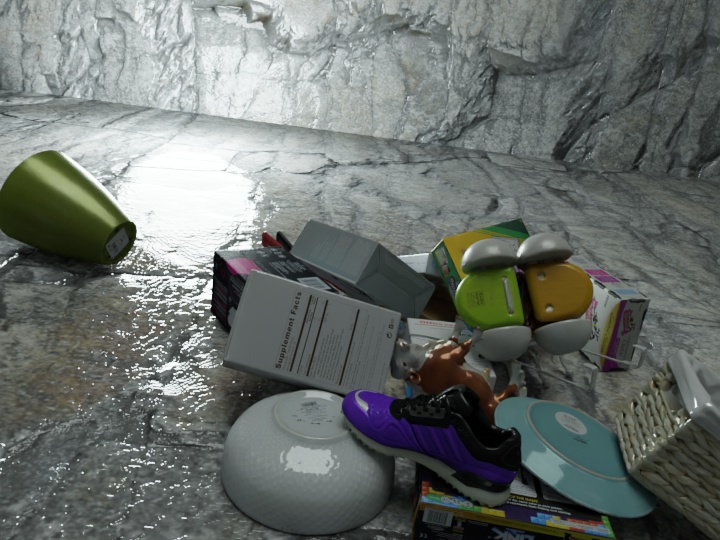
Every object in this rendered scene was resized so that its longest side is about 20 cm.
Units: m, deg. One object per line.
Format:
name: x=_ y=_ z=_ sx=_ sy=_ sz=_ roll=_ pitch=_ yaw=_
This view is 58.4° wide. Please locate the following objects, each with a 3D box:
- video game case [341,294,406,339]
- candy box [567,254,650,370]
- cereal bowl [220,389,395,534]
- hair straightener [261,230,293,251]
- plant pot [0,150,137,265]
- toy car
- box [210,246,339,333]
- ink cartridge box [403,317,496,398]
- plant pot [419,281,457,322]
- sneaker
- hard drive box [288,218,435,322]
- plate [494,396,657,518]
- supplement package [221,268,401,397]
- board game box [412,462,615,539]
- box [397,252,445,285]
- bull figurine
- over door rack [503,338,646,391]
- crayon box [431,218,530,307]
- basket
video game case: x=0.027 y=0.081 z=1.140 sx=0.199 sy=0.018 sz=0.143 roll=3 pitch=22 yaw=-14
candy box: x=0.410 y=0.070 z=1.148 sx=0.061 sy=0.137 sz=0.200 roll=-1 pitch=22 yaw=-18
cereal bowl: x=-0.055 y=0.197 z=0.732 sx=0.199 sy=0.084 sz=0.200 roll=7 pitch=22 yaw=-3
hair straightener: x=-0.128 y=-0.035 z=1.343 sx=0.077 sy=0.041 sz=0.200 roll=-9 pitch=28 yaw=-37
plant pot: x=-0.528 y=-0.095 z=1.205 sx=0.200 sy=0.188 sz=0.187 roll=29 pitch=26 yaw=11
toy car: x=0.236 y=0.048 z=0.963 sx=0.199 sy=0.176 sz=0.150 roll=-6 pitch=-18 yaw=-4
box: x=-0.141 y=0.052 z=1.023 sx=0.132 sy=0.115 sz=0.200 roll=-5 pitch=26 yaw=-34
ink cartridge box: x=0.125 y=0.131 z=0.981 sx=0.115 sy=0.067 sz=0.200 roll=6 pitch=22 yaw=-4
plant pot: x=0.147 y=0.070 z=1.163 sx=0.199 sy=0.028 sz=0.200 roll=17 pitch=19 yaw=-6
sneaker: x=0.079 y=0.156 z=0.681 sx=0.200 sy=0.100 sz=0.070 roll=23 pitch=26 yaw=15
hard drive box: x=0.000 y=0.000 z=1.076 sx=0.156 sy=0.077 sz=0.200 roll=36 pitch=-8 yaw=-38
plate: x=0.252 y=0.203 z=0.750 sx=0.200 sy=0.026 sz=0.200 roll=18 pitch=21 yaw=-7
supplement package: x=-0.067 y=0.091 z=0.838 sx=0.199 sy=0.120 sz=0.121 roll=17 pitch=-14 yaw=-9
board game box: x=0.161 y=0.245 z=0.725 sx=0.199 sy=0.057 sz=0.165 roll=10 pitch=20 yaw=4
box: x=0.156 y=0.003 z=1.224 sx=0.155 sy=0.041 sz=0.200 roll=11 pitch=-3 yaw=-17
bull figurine: x=0.131 y=0.137 z=0.844 sx=0.200 sy=0.121 sz=0.065 roll=42 pitch=-8 yaw=-9
over door rack: x=0.304 y=0.149 z=0.981 sx=0.147 sy=0.067 sz=0.200 roll=-10 pitch=7 yaw=-39
crayon box: x=0.238 y=0.025 z=1.096 sx=0.172 sy=0.058 sz=0.201 roll=-15 pitch=72 yaw=-27
basket: x=0.402 y=0.211 z=0.719 sx=0.200 sy=0.123 sz=0.136 roll=37 pitch=24 yaw=-1
